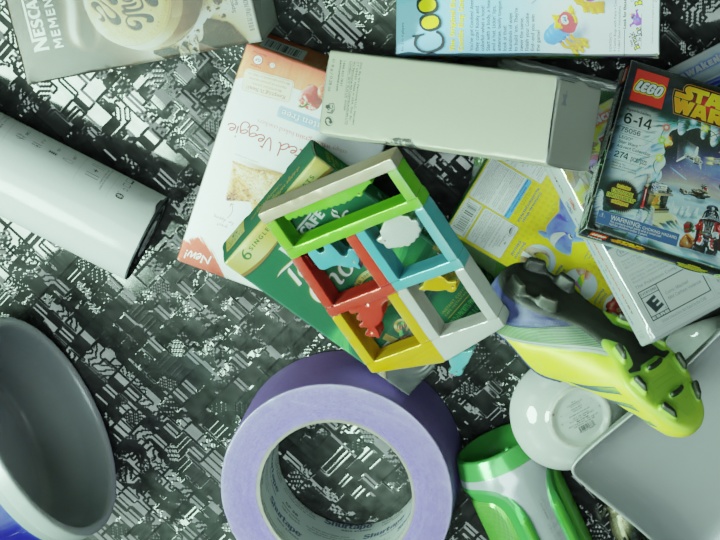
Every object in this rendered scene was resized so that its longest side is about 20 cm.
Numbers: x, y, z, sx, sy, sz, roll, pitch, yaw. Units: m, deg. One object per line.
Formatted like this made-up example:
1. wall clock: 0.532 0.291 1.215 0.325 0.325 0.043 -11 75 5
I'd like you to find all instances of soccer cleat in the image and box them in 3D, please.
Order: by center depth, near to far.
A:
1. soccer cleat: 0.184 0.070 1.632 0.200 0.065 0.084 37 137 15

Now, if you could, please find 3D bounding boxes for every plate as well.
1. plate: 0.296 0.141 1.694 0.200 0.032 0.200 -44 122 9

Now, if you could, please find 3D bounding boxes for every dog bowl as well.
1. dog bowl: -0.295 0.145 1.742 0.079 0.200 0.200 -25 102 18

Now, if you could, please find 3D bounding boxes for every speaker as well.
1. speaker: -0.267 -0.072 1.730 0.200 0.081 0.081 27 110 -1
2. speaker: 0.156 0.232 1.758 0.088 0.088 0.200 -22 103 15

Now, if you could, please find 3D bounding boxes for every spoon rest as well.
1. spoon rest: 0.218 0.095 1.703 0.200 0.061 0.099 -26 102 0

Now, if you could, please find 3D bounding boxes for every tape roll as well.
1. tape roll: -0.015 0.176 1.769 0.200 0.085 0.200 3 107 9

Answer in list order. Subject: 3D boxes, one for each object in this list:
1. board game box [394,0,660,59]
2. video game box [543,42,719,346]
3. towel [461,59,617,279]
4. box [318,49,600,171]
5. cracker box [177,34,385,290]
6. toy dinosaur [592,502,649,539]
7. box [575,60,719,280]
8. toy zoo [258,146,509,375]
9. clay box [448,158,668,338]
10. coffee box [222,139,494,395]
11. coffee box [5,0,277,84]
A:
1. board game box: 0.132 -0.216 1.598 0.200 0.103 0.105 1 96 8
2. video game box: 0.262 -0.066 1.601 0.200 0.047 0.182 -27 87 -10
3. towel: 0.164 -0.068 1.694 0.149 0.031 0.200 14 112 6
4. box: 0.074 -0.122 1.565 0.200 0.082 0.068 10 94 31
5. cracker box: -0.057 -0.080 1.705 0.134 0.058 0.200 19 110 1
6. toy dinosaur: 0.231 0.246 1.749 0.047 0.088 0.200 -17 104 19
7. box: 0.277 -0.064 1.560 0.200 0.040 0.137 16 79 -4
8. toy zoo: 0.027 0.007 1.618 0.131 0.020 0.200 -21 116 31
9. clay box: 0.184 -0.034 1.661 0.200 0.048 0.115 30 114 -2
10. coffee box: 0.000 0.000 1.676 0.200 0.044 0.123 38 105 -18
11. coffee box: -0.180 -0.227 1.665 0.200 0.080 0.113 -10 107 12
